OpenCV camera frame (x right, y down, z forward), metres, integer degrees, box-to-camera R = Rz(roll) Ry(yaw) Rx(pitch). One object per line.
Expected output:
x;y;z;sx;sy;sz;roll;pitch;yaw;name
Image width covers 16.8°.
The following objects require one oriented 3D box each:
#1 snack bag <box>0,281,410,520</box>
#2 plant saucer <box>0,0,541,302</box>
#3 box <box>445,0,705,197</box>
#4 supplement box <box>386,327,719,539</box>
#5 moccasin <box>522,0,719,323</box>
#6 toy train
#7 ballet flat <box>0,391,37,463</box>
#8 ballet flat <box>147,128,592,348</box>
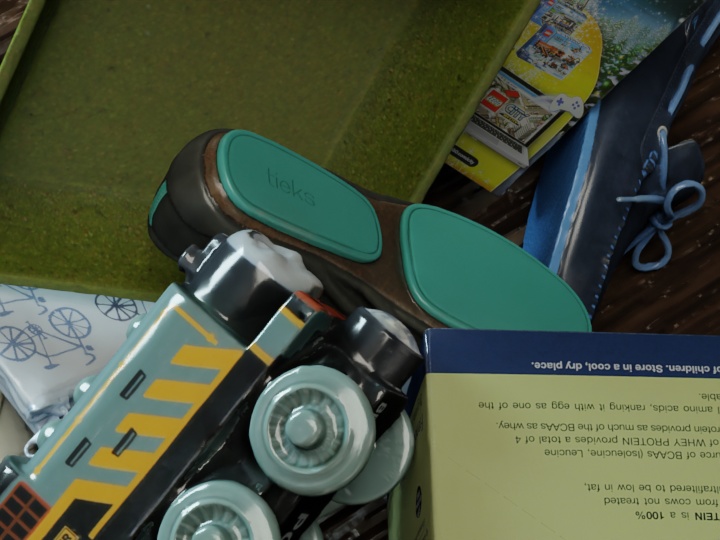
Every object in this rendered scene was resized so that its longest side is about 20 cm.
-0.073;0.030;1.012;0.188;0.021;0.200;-25;69;-45;snack bag
-0.055;-0.074;0.959;0.200;0.200;0.048;8;40;-30;plant saucer
0.028;-0.130;0.998;0.200;0.137;0.038;31;30;-28;box
0.115;0.142;0.921;0.199;0.134;0.200;1;61;-6;supplement box
0.123;-0.052;1.068;0.068;0.080;0.200;21;74;-8;moccasin
-0.067;0.080;0.892;0.114;0.085;0.200;40;94;17;toy train
-0.166;0.100;1.015;0.069;0.069;0.201;6;72;1;ballet flat
0.000;0.000;0.980;0.200;0.068;0.068;27;47;-29;ballet flat
